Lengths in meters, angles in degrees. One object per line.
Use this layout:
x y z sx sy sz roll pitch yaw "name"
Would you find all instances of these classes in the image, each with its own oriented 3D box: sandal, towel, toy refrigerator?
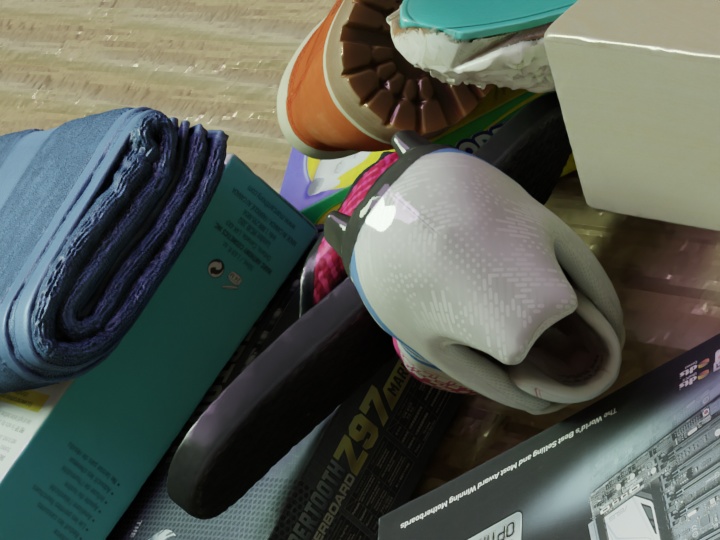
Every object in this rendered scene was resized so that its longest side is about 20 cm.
0.000 0.000 0.945 0.045 0.075 0.200 41 71 21 "sandal"
-0.129 -0.001 1.035 0.200 0.049 0.112 -5 49 56 "towel"
0.158 -0.046 0.798 0.199 0.070 0.076 11 40 40 "toy refrigerator"

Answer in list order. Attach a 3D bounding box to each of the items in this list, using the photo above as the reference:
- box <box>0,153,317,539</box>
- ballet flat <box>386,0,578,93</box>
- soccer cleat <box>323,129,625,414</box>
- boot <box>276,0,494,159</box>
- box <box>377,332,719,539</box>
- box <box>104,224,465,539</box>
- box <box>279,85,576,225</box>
-0.103 0.048 1.039 0.200 0.049 0.082 -56 25 -13 "box"
0.097 -0.097 0.964 0.200 0.072 0.072 -31 18 -29 "ballet flat"
0.049 0.018 0.886 0.086 0.200 0.070 41 92 19 "soccer cleat"
0.041 -0.121 1.035 0.200 0.075 0.107 -50 7 -21 "boot"
0.088 0.100 0.804 0.200 0.050 0.158 -31 32 29 "box"
-0.045 0.075 1.029 0.157 0.051 0.200 -3 52 54 "box"
0.059 -0.081 1.080 0.200 0.048 0.118 -25 36 35 "box"
